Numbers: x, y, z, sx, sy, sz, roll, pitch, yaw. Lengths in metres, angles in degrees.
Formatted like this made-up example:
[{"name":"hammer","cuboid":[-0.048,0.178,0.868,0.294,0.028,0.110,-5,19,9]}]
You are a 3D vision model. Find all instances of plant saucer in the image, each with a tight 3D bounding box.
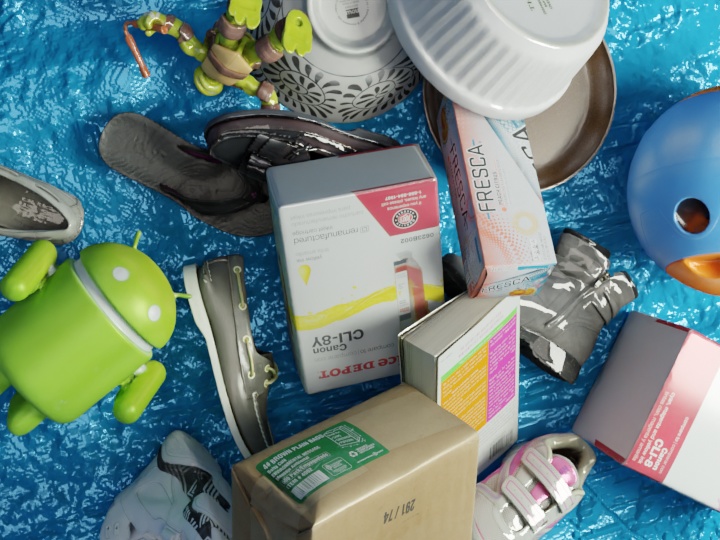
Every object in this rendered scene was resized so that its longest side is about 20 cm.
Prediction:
[{"name":"plant saucer","cuboid":[0.155,-0.177,1.089,0.198,0.032,0.202,-1,94,-9]}]

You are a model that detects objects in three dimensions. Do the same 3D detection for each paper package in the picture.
[{"name":"paper package","cuboid":[-0.002,0.220,0.919,0.199,0.103,0.192,-20,122,-39]}]

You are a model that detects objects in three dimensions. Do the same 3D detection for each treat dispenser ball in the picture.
[{"name":"treat dispenser ball","cuboid":[0.356,-0.076,1.046,0.199,0.201,0.203,-1,95,-10]}]

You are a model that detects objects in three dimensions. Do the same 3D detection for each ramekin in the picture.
[{"name":"ramekin","cuboid":[0.131,-0.243,0.976,0.201,0.094,0.204,12,64,-26]}]

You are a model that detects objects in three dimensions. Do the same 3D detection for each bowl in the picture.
[{"name":"bowl","cuboid":[-0.012,-0.241,1.024,0.199,0.094,0.203,-1,95,-11]}]

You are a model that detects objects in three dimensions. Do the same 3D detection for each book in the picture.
[{"name":"book","cuboid":[0.100,0.116,1.028,0.133,0.048,0.201,-32,134,-34]}]

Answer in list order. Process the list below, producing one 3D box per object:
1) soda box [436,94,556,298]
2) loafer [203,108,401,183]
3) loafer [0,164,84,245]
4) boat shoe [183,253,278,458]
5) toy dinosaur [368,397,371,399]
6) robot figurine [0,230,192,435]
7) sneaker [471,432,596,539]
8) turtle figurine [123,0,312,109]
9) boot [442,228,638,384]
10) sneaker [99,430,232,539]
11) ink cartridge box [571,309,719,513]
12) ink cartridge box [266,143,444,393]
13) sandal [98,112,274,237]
[{"name":"soda box","cuboid":[0.120,-0.077,0.996,0.068,0.064,0.202,-3,63,-10]},{"name":"loafer","cuboid":[-0.046,-0.100,1.017,0.198,0.072,0.063,6,59,-25]},{"name":"loafer","cuboid":[-0.348,-0.072,0.989,0.198,0.070,0.071,15,92,-11]},{"name":"boat shoe","cuboid":[-0.112,0.085,1.043,0.060,0.072,0.203,-17,93,-3]},{"name":"toy dinosaur","cuboid":[-0.013,0.191,1.038,0.077,0.102,0.200,39,51,-4]},{"name":"robot figurine","cuboid":[-0.253,0.056,0.992,0.200,0.116,0.176,-39,108,-3]},{"name":"sneaker","cuboid":[0.158,0.209,1.040,0.081,0.088,0.200,49,41,1]},{"name":"turtle figurine","cuboid":[-0.107,-0.190,0.995,0.200,0.161,0.065,39,58,-18]},{"name":"boot","cuboid":[0.174,0.009,1.097,0.200,0.070,0.132,37,85,-22]},{"name":"sneaker","cuboid":[-0.166,0.241,0.992,0.115,0.200,0.075,-44,126,3]},{"name":"ink cartridge box","cuboid":[0.346,0.153,1.091,0.199,0.145,0.146,26,90,-10]},{"name":"ink cartridge box","cuboid":[0.000,0.000,1.011,0.144,0.084,0.201,-11,121,-8]},{"name":"sandal","cuboid":[-0.151,-0.085,1.034,0.199,0.048,0.076,21,91,-11]}]
